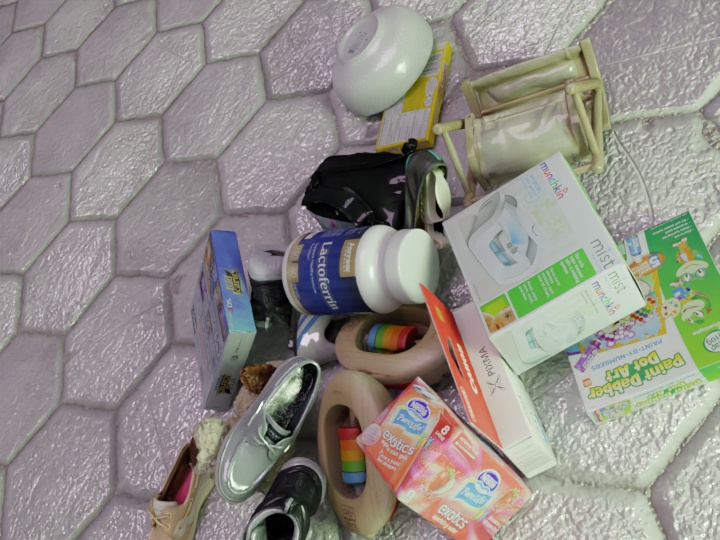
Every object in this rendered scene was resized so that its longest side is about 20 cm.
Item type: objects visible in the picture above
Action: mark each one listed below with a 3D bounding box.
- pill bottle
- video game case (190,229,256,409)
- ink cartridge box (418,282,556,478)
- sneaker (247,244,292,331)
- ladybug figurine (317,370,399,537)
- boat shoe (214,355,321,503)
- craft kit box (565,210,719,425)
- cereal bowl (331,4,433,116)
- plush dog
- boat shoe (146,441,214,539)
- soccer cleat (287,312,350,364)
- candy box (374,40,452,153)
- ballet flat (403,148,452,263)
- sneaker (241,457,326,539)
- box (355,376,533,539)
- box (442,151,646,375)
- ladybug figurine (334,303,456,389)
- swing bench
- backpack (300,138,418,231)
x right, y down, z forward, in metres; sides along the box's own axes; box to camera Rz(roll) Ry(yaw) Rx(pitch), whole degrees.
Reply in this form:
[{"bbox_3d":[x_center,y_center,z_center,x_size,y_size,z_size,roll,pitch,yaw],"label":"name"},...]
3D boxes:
[{"bbox_3d":[0.000,0.000,1.162,0.198,0.116,0.117,-5,58,38],"label":"pill bottle"},{"bbox_3d":[-0.211,0.074,1.315,0.183,0.045,0.202,113,150,-42],"label":"video game case"},{"bbox_3d":[0.150,0.119,1.015,0.044,0.176,0.202,-29,49,14],"label":"ink cartridge box"},{"bbox_3d":[-0.136,0.026,1.326,0.074,0.200,0.116,3,102,0],"label":"sneaker"},{"bbox_3d":[0.007,0.224,1.073,0.135,0.071,0.204,-4,89,50],"label":"ladybug figurine"},{"bbox_3d":[-0.112,0.192,1.070,0.203,0.070,0.071,-59,13,-19],"label":"boat shoe"},{"bbox_3d":[0.333,0.054,1.023,0.198,0.048,0.200,-26,52,19],"label":"craft kit box"},{"bbox_3d":[0.023,-0.366,1.459,0.198,0.083,0.203,-28,44,31],"label":"cereal bowl"},{"bbox_3d":[-0.129,0.207,1.179,0.158,0.200,0.175,17,79,5],"label":"plush dog"},{"bbox_3d":[-0.268,0.337,1.236,0.073,0.069,0.203,6,65,37],"label":"boat shoe"},{"bbox_3d":[-0.055,0.049,1.288,0.085,0.070,0.203,-4,58,11],"label":"soccer cleat"},{"bbox_3d":[0.089,-0.282,1.422,0.101,0.026,0.203,-7,57,36],"label":"candy box"},{"bbox_3d":[0.090,-0.061,1.179,0.067,0.204,0.068,-16,24,-34],"label":"ballet flat"},{"bbox_3d":[-0.110,0.326,1.035,0.075,0.114,0.202,27,108,6],"label":"sneaker"},{"bbox_3d":[0.098,0.220,0.968,0.103,0.200,0.095,-44,45,-1],"label":"box"},{"bbox_3d":[0.217,-0.010,1.050,0.175,0.097,0.202,-31,45,15],"label":"box"},{"bbox_3d":[0.051,0.104,1.154,0.198,0.072,0.136,6,47,44],"label":"ladybug figurine"},{"bbox_3d":[0.229,-0.203,1.193,0.196,0.131,0.201,-14,24,28],"label":"swing bench"},{"bbox_3d":[0.010,-0.099,1.291,0.198,0.127,0.168,7,54,38],"label":"backpack"}]
